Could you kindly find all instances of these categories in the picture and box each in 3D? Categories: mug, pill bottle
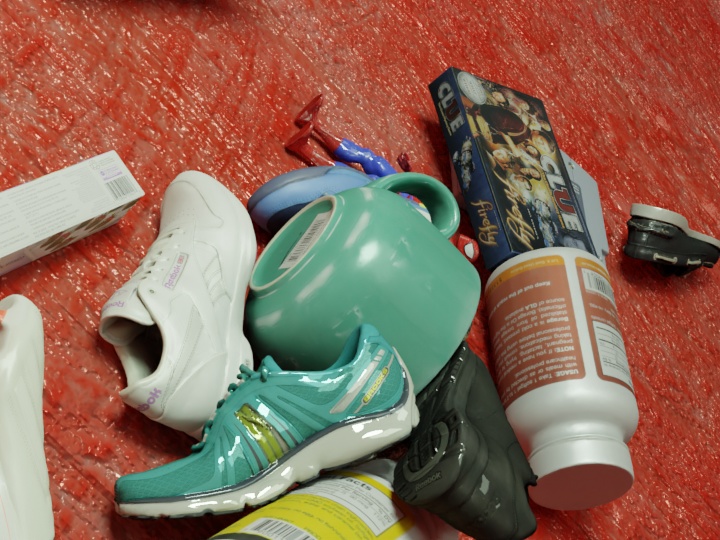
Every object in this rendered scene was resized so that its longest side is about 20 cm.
[{"bbox_3d":[-0.007,0.009,0.895,0.114,0.152,0.185,42,23,-20],"label":"mug"},{"bbox_3d":[0.168,0.090,1.053,0.112,0.112,0.201,24,46,-33],"label":"pill bottle"},{"bbox_3d":[-0.023,0.187,0.758,0.115,0.114,0.200,59,29,8],"label":"pill bottle"}]

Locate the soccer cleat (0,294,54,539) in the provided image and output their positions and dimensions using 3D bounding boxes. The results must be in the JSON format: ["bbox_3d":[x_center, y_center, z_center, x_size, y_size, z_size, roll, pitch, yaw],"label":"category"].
[{"bbox_3d":[-0.197,0.109,0.684,0.077,0.069,0.201,30,49,-35],"label":"soccer cleat"}]

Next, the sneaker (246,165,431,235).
[{"bbox_3d":[0.000,-0.022,0.994,0.199,0.074,0.083,17,52,-38],"label":"sneaker"}]

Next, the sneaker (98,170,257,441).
[{"bbox_3d":[-0.120,0.010,0.832,0.099,0.075,0.201,22,47,-37],"label":"sneaker"}]

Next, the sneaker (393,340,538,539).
[{"bbox_3d":[0.070,0.117,0.822,0.091,0.076,0.200,41,19,-11],"label":"sneaker"}]

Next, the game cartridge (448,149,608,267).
[{"bbox_3d":[0.164,-0.085,1.253,0.199,0.041,0.134,27,40,-31],"label":"game cartridge"}]

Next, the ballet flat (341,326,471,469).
[{"bbox_3d":[0.041,0.092,0.948,0.200,0.067,0.076,-59,143,-39],"label":"ballet flat"}]

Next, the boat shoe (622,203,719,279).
[{"bbox_3d":[0.339,-0.022,1.370,0.200,0.074,0.061,18,89,-59],"label":"boat shoe"}]

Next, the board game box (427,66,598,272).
[{"bbox_3d":[0.144,-0.085,1.173,0.135,0.035,0.201,11,54,-42],"label":"board game box"}]

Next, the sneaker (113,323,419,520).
[{"bbox_3d":[-0.062,0.096,0.776,0.199,0.077,0.080,-23,94,-20],"label":"sneaker"}]

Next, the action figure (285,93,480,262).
[{"bbox_3d":[0.028,-0.068,1.083,0.200,0.052,0.066,40,35,-22],"label":"action figure"}]

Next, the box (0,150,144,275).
[{"bbox_3d":[-0.216,-0.026,0.788,0.042,0.039,0.200,53,36,2],"label":"box"}]
